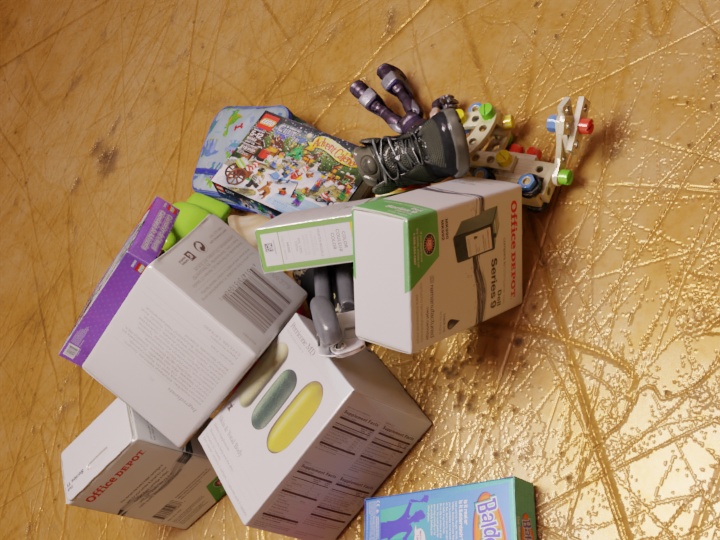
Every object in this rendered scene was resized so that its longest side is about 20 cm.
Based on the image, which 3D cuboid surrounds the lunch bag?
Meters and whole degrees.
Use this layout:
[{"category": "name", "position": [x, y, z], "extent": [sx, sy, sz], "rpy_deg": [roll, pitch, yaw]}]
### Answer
[{"category": "lunch bag", "position": [-0.166, -0.170, 1.431], "extent": [0.199, 0.082, 0.162], "rpy_deg": [14, 82, 46]}]

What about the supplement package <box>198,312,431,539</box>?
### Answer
[{"category": "supplement package", "position": [-0.057, 0.190, 1.104], "extent": [0.200, 0.150, 0.152], "rpy_deg": [-51, 45, 9]}]

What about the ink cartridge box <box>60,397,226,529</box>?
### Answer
[{"category": "ink cartridge box", "position": [-0.270, 0.254, 1.229], "extent": [0.147, 0.200, 0.083], "rpy_deg": [-42, 47, 18]}]

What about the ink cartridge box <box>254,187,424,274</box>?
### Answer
[{"category": "ink cartridge box", "position": [-0.014, -0.047, 1.110], "extent": [0.199, 0.104, 0.060], "rpy_deg": [-8, 102, 19]}]

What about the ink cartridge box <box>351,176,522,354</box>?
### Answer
[{"category": "ink cartridge box", "position": [0.088, -0.013, 1.011], "extent": [0.084, 0.199, 0.147], "rpy_deg": [13, 114, 43]}]

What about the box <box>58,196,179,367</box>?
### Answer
[{"category": "box", "position": [-0.310, 0.014, 1.200], "extent": [0.200, 0.039, 0.137], "rpy_deg": [-49, 18, 30]}]

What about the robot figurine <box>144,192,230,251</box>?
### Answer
[{"category": "robot figurine", "position": [-0.270, -0.021, 1.403], "extent": [0.115, 0.176, 0.201], "rpy_deg": [23, 64, 14]}]

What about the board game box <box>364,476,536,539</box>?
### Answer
[{"category": "board game box", "position": [0.092, 0.310, 0.988], "extent": [0.199, 0.045, 0.153], "rpy_deg": [-18, 58, 36]}]

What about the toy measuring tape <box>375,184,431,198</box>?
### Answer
[{"category": "toy measuring tape", "position": [0.038, -0.071, 1.185], "extent": [0.199, 0.074, 0.074], "rpy_deg": [-8, 63, 16]}]

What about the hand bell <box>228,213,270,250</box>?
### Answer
[{"category": "hand bell", "position": [-0.079, -0.090, 1.328], "extent": [0.200, 0.104, 0.104], "rpy_deg": [-34, 49, 8]}]

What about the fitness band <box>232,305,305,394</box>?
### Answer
[{"category": "fitness band", "position": [-0.121, 0.123, 1.255], "extent": [0.143, 0.037, 0.201], "rpy_deg": [-34, 50, 41]}]

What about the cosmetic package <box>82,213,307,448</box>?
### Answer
[{"category": "cosmetic package", "position": [-0.205, 0.074, 1.160], "extent": [0.200, 0.165, 0.165], "rpy_deg": [-49, 2, 31]}]

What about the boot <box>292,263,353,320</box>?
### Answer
[{"category": "boot", "position": [-0.002, 0.000, 1.206], "extent": [0.203, 0.073, 0.154], "rpy_deg": [-42, 45, 16]}]

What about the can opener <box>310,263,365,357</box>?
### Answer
[{"category": "can opener", "position": [-0.030, 0.029, 1.071], "extent": [0.053, 0.067, 0.200], "rpy_deg": [-12, 32, 2]}]

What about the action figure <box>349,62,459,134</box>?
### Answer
[{"category": "action figure", "position": [0.067, -0.201, 1.249], "extent": [0.130, 0.069, 0.200], "rpy_deg": [-40, 52, 10]}]

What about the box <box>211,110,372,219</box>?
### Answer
[{"category": "box", "position": [-0.086, -0.130, 1.272], "extent": [0.199, 0.038, 0.137], "rpy_deg": [24, 68, 25]}]

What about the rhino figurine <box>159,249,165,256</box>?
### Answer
[{"category": "rhino figurine", "position": [-0.249, 0.044, 1.298], "extent": [0.087, 0.200, 0.060], "rpy_deg": [-26, 18, 41]}]

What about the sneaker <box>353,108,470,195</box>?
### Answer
[{"category": "sneaker", "position": [0.058, -0.130, 1.069], "extent": [0.199, 0.114, 0.077], "rpy_deg": [172, 83, -80]}]

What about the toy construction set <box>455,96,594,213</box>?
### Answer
[{"category": "toy construction set", "position": [0.187, -0.143, 1.100], "extent": [0.199, 0.092, 0.132], "rpy_deg": [6, 66, 49]}]
